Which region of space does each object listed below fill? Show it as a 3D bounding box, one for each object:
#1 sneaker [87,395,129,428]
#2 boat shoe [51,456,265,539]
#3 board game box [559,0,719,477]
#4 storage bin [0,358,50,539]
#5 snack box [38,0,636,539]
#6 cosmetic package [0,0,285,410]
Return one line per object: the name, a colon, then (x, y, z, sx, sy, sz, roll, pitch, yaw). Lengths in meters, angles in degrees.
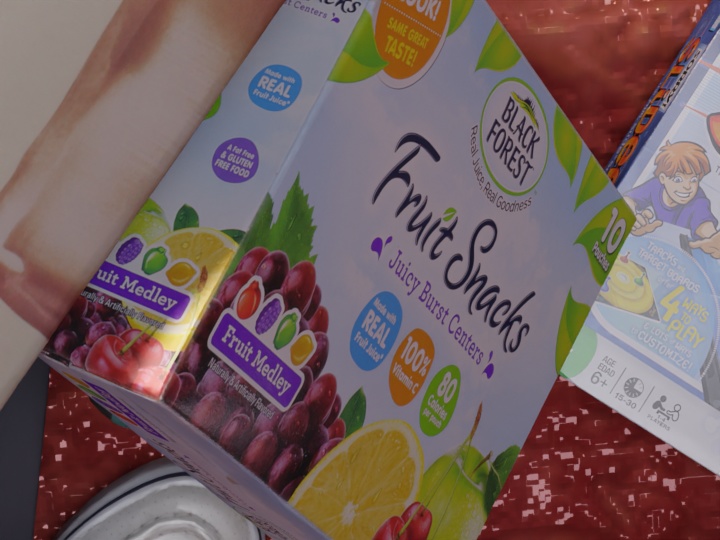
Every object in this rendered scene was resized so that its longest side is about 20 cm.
sneaker: (-0.069, -0.051, 0.868, 0.077, 0.091, 0.201, 8, 77, -39)
boat shoe: (-0.096, 0.147, 0.913, 0.071, 0.070, 0.200, 39, 92, -10)
board game box: (0.164, 0.017, 0.944, 0.200, 0.034, 0.136, 32, 93, -10)
storage bin: (-0.177, 0.050, 0.855, 0.199, 0.146, 0.135, 11, 87, 16)
snack box: (0.000, 0.000, 0.819, 0.053, 0.200, 0.143, 20, 77, 28)
cosmetic package: (-0.079, -0.074, 0.721, 0.087, 0.103, 0.200, 34, 96, -28)
